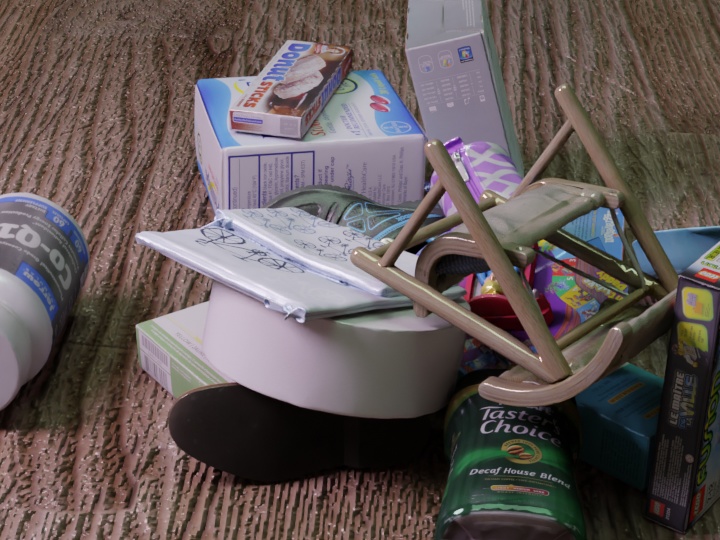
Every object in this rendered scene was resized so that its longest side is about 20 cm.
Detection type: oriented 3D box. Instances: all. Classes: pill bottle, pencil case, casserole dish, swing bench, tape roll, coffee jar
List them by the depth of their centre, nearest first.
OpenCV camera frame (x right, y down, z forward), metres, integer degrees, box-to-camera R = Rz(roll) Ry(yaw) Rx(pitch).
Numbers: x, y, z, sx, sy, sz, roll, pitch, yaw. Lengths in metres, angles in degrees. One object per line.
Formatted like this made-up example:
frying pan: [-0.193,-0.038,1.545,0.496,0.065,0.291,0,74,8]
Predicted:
coffee jar: [0.107,0.147,1.225,0.103,0.086,0.200,4,27,3]
swing bench: [0.139,-0.006,1.257,0.200,0.130,0.198,46,37,15]
tape roll: [-0.019,0.042,1.318,0.200,0.072,0.203,10,16,-3]
pill bottle: [-0.294,0.027,1.401,0.112,0.115,0.200,4,27,3]
pencil case: [0.126,-0.033,1.520,0.083,0.086,0.201,-28,48,1]
casserole dish: [0.304,-0.014,1.524,0.120,0.039,0.200,-4,-4,2]

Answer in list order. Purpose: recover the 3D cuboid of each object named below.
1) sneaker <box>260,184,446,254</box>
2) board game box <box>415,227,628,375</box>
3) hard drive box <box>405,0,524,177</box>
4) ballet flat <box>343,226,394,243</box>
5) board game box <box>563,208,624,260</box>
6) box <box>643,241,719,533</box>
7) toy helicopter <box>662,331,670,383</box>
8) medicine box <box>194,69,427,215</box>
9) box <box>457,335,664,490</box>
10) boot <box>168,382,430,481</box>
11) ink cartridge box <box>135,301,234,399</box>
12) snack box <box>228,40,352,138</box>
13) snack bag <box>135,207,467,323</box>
sneaker: [-0.002,-0.030,1.575,0.198,0.074,0.082,0,26,-3]
board game box: [0.116,0.007,1.392,0.157,0.039,0.200,-34,45,-16]
hard drive box: [0.103,-0.154,1.670,0.076,0.202,0.156,-12,24,9]
ballet flat: [0.000,0.000,1.504,0.198,0.073,0.072,14,29,18]
board game box: [0.194,-0.014,1.614,0.102,0.020,0.200,4,28,9]
box: [0.254,0.077,1.245,0.034,0.202,0.110,20,33,30]
toy helicopter: [0.320,0.080,1.318,0.199,0.134,0.079,25,35,37]
medicine box: [-0.053,-0.115,1.704,0.198,0.104,0.182,-4,28,-13]
box: [0.168,0.098,1.365,0.199,0.050,0.082,26,35,38]
boot: [-0.052,0.111,1.313,0.198,0.074,0.075,3,18,-18]
ink cartridge box: [-0.063,0.064,1.421,0.199,0.048,0.145,-19,33,-31]
snack box: [-0.065,-0.178,1.685,0.071,0.025,0.200,6,27,12]
snack bag: [-0.047,-0.009,1.306,0.188,0.022,0.199,24,20,36]
